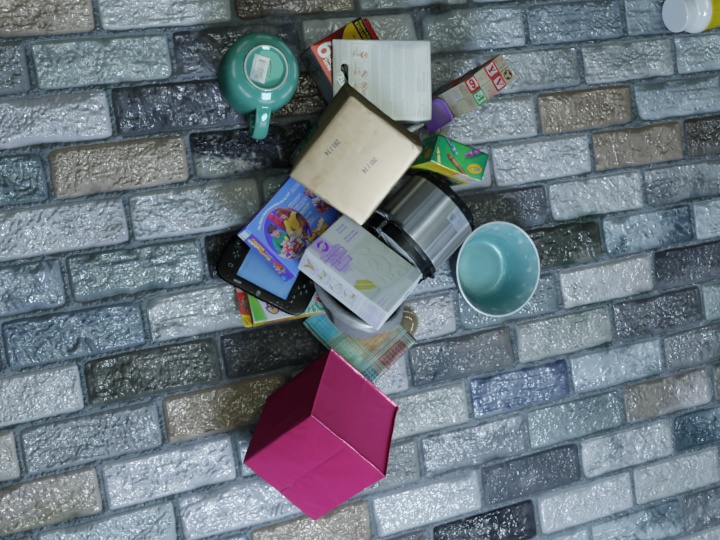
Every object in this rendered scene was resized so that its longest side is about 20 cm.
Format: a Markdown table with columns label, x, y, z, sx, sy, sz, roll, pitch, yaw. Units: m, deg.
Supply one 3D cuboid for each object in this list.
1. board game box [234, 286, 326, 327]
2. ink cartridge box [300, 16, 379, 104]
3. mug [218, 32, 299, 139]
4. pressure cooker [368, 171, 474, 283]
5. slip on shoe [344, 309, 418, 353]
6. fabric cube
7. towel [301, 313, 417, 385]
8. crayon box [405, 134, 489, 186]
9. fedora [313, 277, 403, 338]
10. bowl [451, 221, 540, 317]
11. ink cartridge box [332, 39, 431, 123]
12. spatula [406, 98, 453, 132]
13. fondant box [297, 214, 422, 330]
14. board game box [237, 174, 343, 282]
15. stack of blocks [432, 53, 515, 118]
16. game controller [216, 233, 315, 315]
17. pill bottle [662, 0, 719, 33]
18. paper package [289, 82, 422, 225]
| label | x | y | z | sx | sy | sz | roll | pitch | yaw |
| --- | --- | --- | --- | --- | --- | --- | --- | --- | --- |
| board game box | -0.148 | 0.052 | 1.701 | 0.198 | 0.030 | 0.096 | -10 | 70 | -16 |
| ink cartridge box | 0.005 | -0.404 | 1.730 | 0.175 | 0.084 | 0.201 | -35 | 102 | -16 |
| mug | -0.188 | -0.371 | 1.648 | 0.151 | 0.114 | 0.186 | -35 | 101 | -15 |
| pressure cooker | 0.112 | -0.079 | 1.720 | 0.176 | 0.179 | 0.200 | 41 | 81 | 9 |
| slip on shoe | 0.039 | 0.140 | 1.766 | 0.198 | 0.061 | 0.077 | -18 | 97 | -18 |
| fabric cube | -0.070 | 0.315 | 1.621 | 0.200 | 0.197 | 0.199 | 43 | 120 | -16 |
| towel | -0.003 | 0.123 | 1.718 | 0.147 | 0.022 | 0.200 | -42 | 70 | -13 |
| crayon box | 0.163 | -0.221 | 1.727 | 0.118 | 0.200 | 0.059 | 19 | 86 | -18 |
| fedora | -0.013 | 0.061 | 1.667 | 0.199 | 0.091 | 0.177 | 31 | 45 | 1 |
| bowl | 0.276 | -0.004 | 1.821 | 0.199 | 0.105 | 0.203 | 0 | 91 | -20 |
| ink cartridge box | 0.043 | -0.377 | 1.686 | 0.198 | 0.050 | 0.163 | -1 | 90 | -2 |
| spatula | 0.097 | -0.287 | 1.743 | 0.199 | 0.021 | 0.057 | -29 | 92 | 19 |
| fondant box | 0.000 | 0.000 | 1.621 | 0.199 | 0.058 | 0.144 | 37 | 46 | 8 |
| board game box | -0.132 | -0.096 | 1.670 | 0.134 | 0.045 | 0.200 | 45 | 56 | -12 |
| stack of blocks | 0.212 | -0.366 | 1.737 | 0.115 | 0.200 | 0.059 | -39 | 103 | -23 |
| game controller | -0.184 | 0.009 | 1.670 | 0.199 | 0.042 | 0.105 | 27 | 62 | -3 |
| pill bottle | 0.819 | -0.628 | 1.988 | 0.198 | 0.112 | 0.114 | -19 | 97 | -18 |
| paper package | -0.012 | -0.225 | 1.635 | 0.190 | 0.104 | 0.200 | 34 | 107 | -18 |
